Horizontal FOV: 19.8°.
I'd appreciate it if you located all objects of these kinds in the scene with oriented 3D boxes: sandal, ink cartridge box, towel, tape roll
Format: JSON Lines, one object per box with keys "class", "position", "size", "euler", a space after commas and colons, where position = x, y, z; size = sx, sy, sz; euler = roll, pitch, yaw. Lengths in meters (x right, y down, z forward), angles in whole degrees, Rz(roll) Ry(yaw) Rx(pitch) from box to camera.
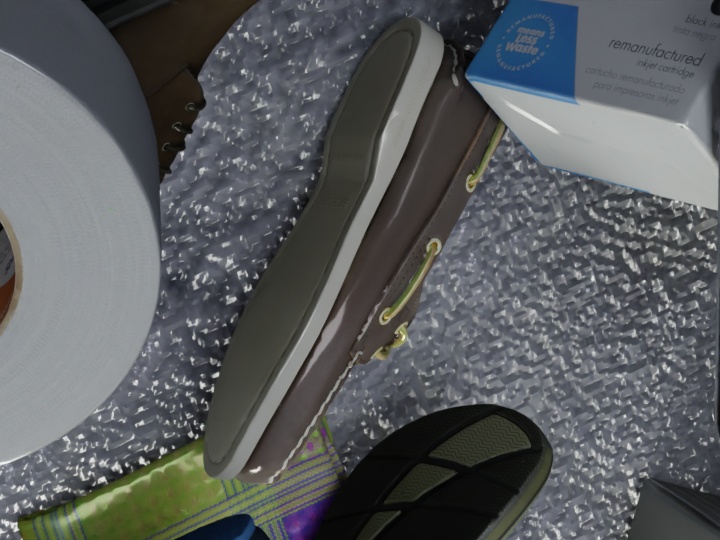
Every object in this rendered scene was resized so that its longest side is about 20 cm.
{"class": "sandal", "position": [0.012, 0.142, 0.859], "size": [0.057, 0.080, 0.201], "euler": [27, 99, -42]}
{"class": "ink cartridge box", "position": [0.144, -0.130, 0.806], "size": [0.068, 0.116, 0.200], "euler": [44, 72, -42]}
{"class": "towel", "position": [-0.050, 0.163, 0.885], "size": [0.143, 0.023, 0.201], "euler": [-25, 111, -13]}
{"class": "tape roll", "position": [-0.169, -0.020, 0.719], "size": [0.199, 0.066, 0.201], "euler": [-2, 128, -3]}

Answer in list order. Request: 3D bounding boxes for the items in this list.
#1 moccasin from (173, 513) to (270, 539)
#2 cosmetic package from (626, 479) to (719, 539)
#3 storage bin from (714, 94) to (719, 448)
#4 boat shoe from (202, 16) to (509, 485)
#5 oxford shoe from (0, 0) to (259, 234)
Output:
{"class": "moccasin", "position": [-0.105, 0.168, 0.816], "size": [0.200, 0.080, 0.068], "euler": [-35, 92, 20]}
{"class": "cosmetic package", "position": [0.223, 0.168, 0.949], "size": [0.199, 0.107, 0.091], "euler": [12, 98, -26]}
{"class": "storage bin", "position": [0.207, -0.009, 0.728], "size": [0.094, 0.135, 0.201], "euler": [-26, 123, -38]}
{"class": "boat shoe", "position": [0.000, 0.000, 0.833], "size": [0.059, 0.072, 0.201], "euler": [26, 85, -25]}
{"class": "oxford shoe", "position": [-0.082, -0.081, 0.771], "size": [0.199, 0.073, 0.084], "euler": [-31, 121, 13]}
